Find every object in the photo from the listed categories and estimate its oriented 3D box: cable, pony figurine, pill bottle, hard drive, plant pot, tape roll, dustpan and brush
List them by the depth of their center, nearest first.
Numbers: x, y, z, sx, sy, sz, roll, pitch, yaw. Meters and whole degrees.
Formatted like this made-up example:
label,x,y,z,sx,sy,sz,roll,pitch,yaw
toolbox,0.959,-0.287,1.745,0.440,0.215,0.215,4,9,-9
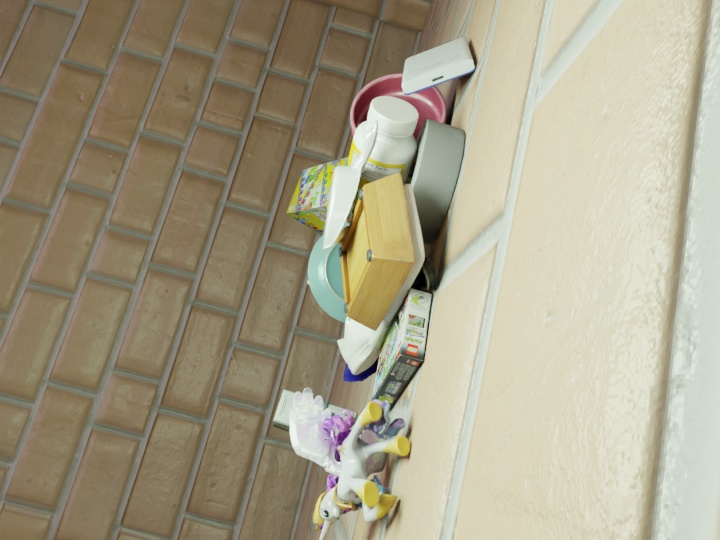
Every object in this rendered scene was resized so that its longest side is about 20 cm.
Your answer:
label,x,y,z,sx,sy,sz,roll,pitch,yaw
pony figurine,-0.012,0.252,0.758,0.200,0.165,0.195,-48,30,48
cable,0.079,0.007,0.877,0.200,0.050,0.098,-108,6,-73
dustpan and brush,-0.016,-0.142,0.892,0.140,0.056,0.202,-92,12,-63
tape roll,0.114,-0.150,0.958,0.200,0.065,0.203,-165,90,-88
pill bottle,0.034,-0.188,0.967,0.112,0.110,0.201,-78,5,-48
hard drive,0.146,-0.393,1.071,0.201,0.130,0.026,-79,-30,-57
plant pot,0.083,-0.278,1.189,0.180,0.197,0.202,76,-155,-64

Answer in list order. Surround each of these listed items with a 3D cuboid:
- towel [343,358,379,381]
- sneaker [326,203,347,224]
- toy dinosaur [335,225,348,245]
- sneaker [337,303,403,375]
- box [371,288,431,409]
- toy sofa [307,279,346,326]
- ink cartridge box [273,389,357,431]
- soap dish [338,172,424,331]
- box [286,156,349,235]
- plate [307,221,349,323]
label,x,y,z,sx,sy,sz,roll,pitch,yaw
towel,0.028,0.119,1.135,0.147,0.049,0.203,-18,-57,-70
sneaker,-0.010,-0.049,1.126,0.088,0.074,0.203,-9,-89,-70
toy dinosaur,-0.010,-0.053,1.001,0.061,0.105,0.202,86,-162,-58
sneaker,0.015,0.093,0.982,0.075,0.089,0.201,-12,-34,-49
box,0.060,0.127,0.862,0.201,0.034,0.111,109,175,-54
toy sofa,-0.032,0.078,1.292,0.082,0.201,0.098,-30,18,21
ink cartridge box,-0.117,0.382,1.432,0.147,0.198,0.084,114,174,-67
soap dish,0.025,-0.024,0.853,0.201,0.080,0.159,114,155,-53
box,-0.031,-0.149,1.323,0.191,0.199,0.123,0,65,52
plate,0.000,0.000,1.045,0.026,0.197,0.203,100,-175,-79
